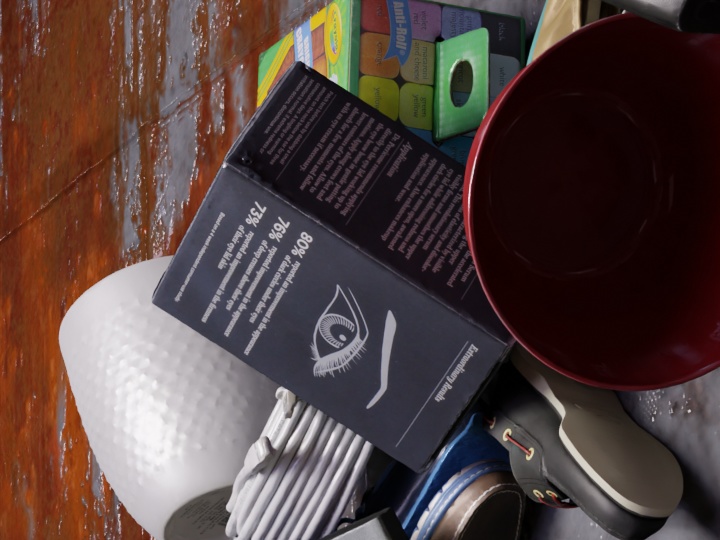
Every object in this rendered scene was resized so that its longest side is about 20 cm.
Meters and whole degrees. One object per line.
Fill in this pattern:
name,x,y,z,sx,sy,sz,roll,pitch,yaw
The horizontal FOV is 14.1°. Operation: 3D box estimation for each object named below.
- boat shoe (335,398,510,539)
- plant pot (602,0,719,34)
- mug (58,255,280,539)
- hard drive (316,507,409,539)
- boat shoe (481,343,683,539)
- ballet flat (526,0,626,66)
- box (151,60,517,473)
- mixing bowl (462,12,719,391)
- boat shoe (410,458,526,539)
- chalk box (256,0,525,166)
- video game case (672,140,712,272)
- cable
boat shoe,0.034,0.164,1.841,0.200,0.084,0.069,-52,30,18
plant pot,0.190,-0.225,1.521,0.178,0.199,0.200,50,128,38
mug,-0.100,0.089,2.044,0.200,0.148,0.176,-32,56,18
hard drive,0.005,0.257,1.745,0.139,0.033,0.201,-27,90,27
boat shoe,0.126,0.107,1.665,0.063,0.073,0.201,-66,24,14
ballet flat,0.144,-0.182,1.720,0.063,0.069,0.201,3,81,36
box,0.000,0.000,1.715,0.104,0.200,0.148,-57,0,-41
mixing bowl,0.134,-0.041,1.573,0.108,0.199,0.201,-160,79,-71
boat shoe,0.066,0.212,1.771,0.072,0.072,0.201,39,122,44
chalk box,0.025,-0.097,1.826,0.200,0.123,0.125,149,126,-63
video game case,0.145,-0.029,1.721,0.200,0.018,0.144,16,98,62
cable,-0.021,0.095,1.863,0.200,0.069,0.200,-63,-1,-36
